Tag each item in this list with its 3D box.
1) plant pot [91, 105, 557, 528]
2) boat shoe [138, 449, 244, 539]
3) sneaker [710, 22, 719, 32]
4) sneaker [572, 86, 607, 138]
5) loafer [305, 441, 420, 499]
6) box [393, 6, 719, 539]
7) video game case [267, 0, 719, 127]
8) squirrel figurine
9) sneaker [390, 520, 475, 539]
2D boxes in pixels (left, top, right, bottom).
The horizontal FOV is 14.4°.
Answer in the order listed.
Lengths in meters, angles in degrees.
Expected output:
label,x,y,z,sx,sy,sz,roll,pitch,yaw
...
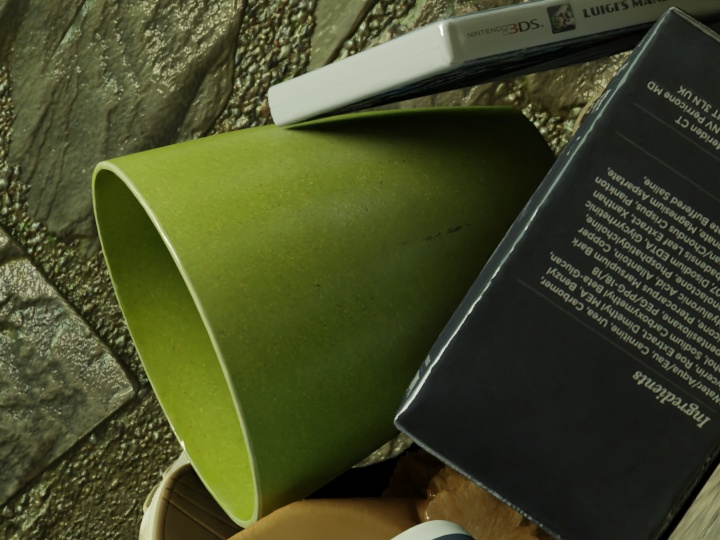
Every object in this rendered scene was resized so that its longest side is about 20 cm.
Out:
label,x,y,z,sx,sy,sz,roll,pitch,yaw
plant pot,0.000,0.000,1.368,0.200,0.187,0.187,-22,-12,-15
boat shoe,-0.079,0.131,1.444,0.065,0.072,0.200,-55,9,22
sneaker,0.155,-0.036,1.359,0.200,0.077,0.089,117,172,-45
sneaker,0.216,-0.086,1.465,0.200,0.090,0.067,-27,35,20
loafer,-0.015,0.133,1.489,0.200,0.071,0.073,-30,35,25
box,0.115,0.009,1.184,0.200,0.117,0.197,-57,-2,1
video game case,0.076,-0.103,1.279,0.182,0.023,0.200,-14,1,-24
squirrel figurine,0.019,0.174,1.361,0.200,0.142,0.187,-41,-17,-17
sneaker,-0.005,0.173,1.099,0.200,0.080,0.076,-38,-50,-23
